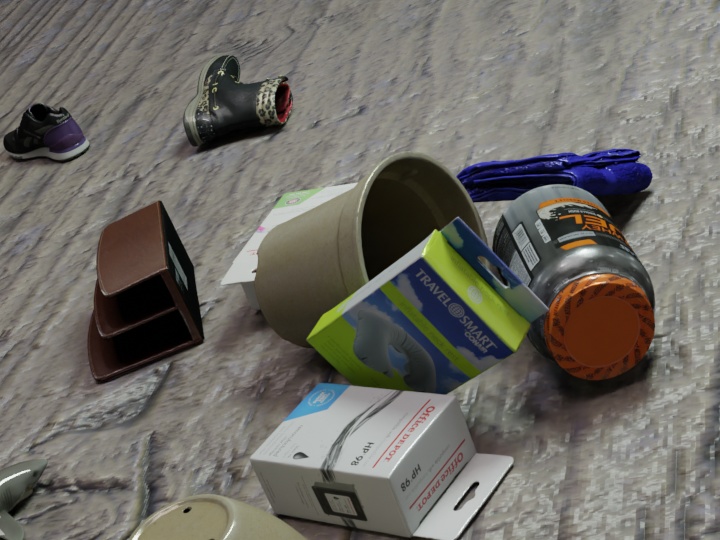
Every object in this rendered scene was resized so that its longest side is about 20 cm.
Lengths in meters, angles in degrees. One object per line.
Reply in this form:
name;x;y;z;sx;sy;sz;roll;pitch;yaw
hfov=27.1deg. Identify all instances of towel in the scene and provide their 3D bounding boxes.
towel;0.203;-0.100;1.562;0.147;0.050;0.199;-1;3;34

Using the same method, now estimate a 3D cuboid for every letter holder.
letter holder;-0.271;0.024;1.737;0.141;0.101;0.200;-24;26;1

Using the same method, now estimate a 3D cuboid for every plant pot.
plant pot;-0.115;0.253;1.150;0.199;0.135;0.201;-18;26;9
plant pot;0.000;0.000;1.502;0.183;0.201;0.201;-14;25;42

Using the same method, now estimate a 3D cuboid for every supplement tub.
supplement tub;0.197;0.011;1.376;0.122;0.123;0.200;-21;27;2

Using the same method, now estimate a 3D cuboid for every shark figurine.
shark figurine;-0.377;0.243;1.426;0.127;0.090;0.215;-21;24;5

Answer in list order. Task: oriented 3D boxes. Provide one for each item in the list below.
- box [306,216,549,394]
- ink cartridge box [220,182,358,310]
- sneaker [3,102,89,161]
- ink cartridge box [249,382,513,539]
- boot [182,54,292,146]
box;0.057;0.050;1.327;0.200;0.122;0.048;-37;13;43
ink cartridge box;-0.064;-0.017;1.689;0.116;0.068;0.200;-6;29;28
sneaker;-0.517;-0.233;2.414;0.199;0.088;0.076;5;37;43
ink cartridge box;0.018;0.162;1.292;0.199;0.067;0.116;1;34;39
boot;-0.168;-0.263;2.225;0.152;0.074;0.204;-9;36;21
